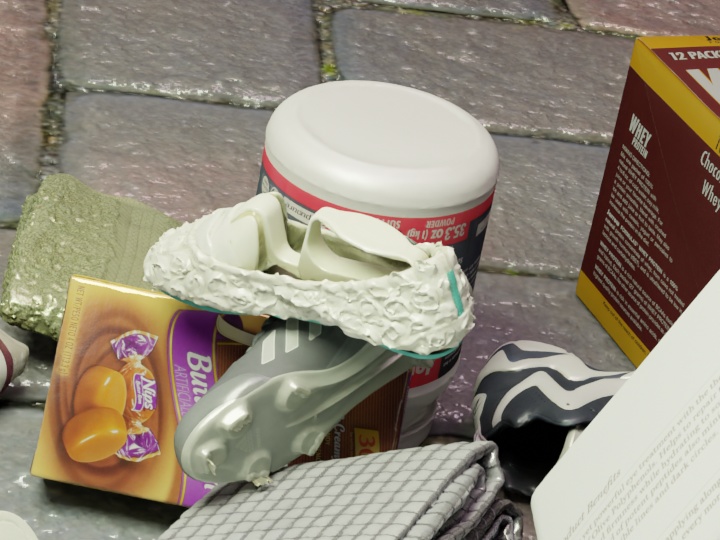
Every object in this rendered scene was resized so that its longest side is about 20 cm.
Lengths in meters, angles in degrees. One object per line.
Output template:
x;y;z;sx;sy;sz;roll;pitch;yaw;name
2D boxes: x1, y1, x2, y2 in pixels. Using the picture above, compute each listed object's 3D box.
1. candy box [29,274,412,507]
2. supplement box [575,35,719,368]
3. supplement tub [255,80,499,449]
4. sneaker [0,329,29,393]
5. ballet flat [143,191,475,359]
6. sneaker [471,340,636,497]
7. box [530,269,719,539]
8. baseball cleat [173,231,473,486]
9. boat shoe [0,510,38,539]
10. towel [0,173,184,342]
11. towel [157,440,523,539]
-0.076;0.079;1.439;0.200;0.117;0.056;11;-3;1;candy box
0.258;-0.024;1.653;0.133;0.200;0.197;-3;32;-23;supplement box
0.000;0.000;1.525;0.140;0.200;0.140;8;29;-4;supplement tub
-0.292;0.025;1.529;0.200;0.075;0.090;34;28;25;sneaker
-0.028;-0.009;1.333;0.200;0.072;0.072;13;27;28;ballet flat
0.157;0.107;1.514;0.199;0.080;0.130;15;31;9;sneaker
0.216;0.124;1.156;0.200;0.199;0.171;27;26;-19;box
-0.035;0.044;1.374;0.200;0.070;0.106;-27;46;-30;baseball cleat
-0.241;0.190;1.275;0.062;0.073;0.200;-22;12;43;boat shoe
-0.152;0.002;1.607;0.148;0.037;0.200;20;24;-7;towel
-0.024;0.166;1.287;0.165;0.086;0.200;-8;18;29;towel
